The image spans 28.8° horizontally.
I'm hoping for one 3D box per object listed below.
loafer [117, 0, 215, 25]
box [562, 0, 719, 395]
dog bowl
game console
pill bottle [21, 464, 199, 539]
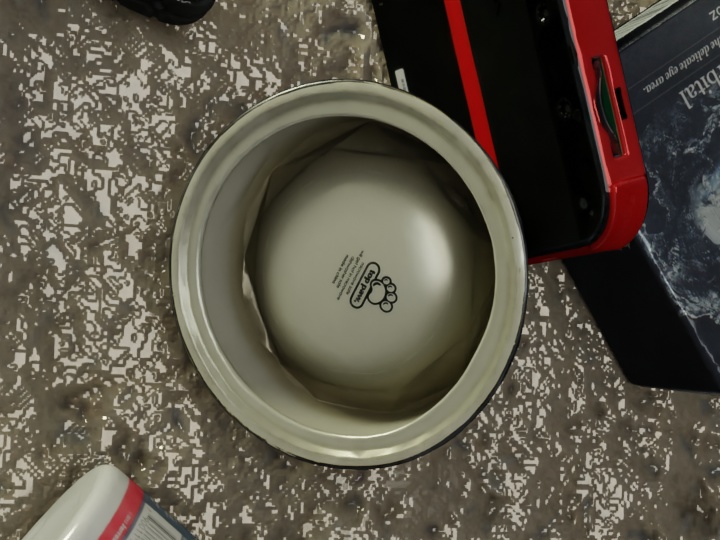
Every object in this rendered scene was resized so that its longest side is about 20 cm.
[{"bbox_3d":[-0.162,-0.205,0.764,0.198,0.068,0.071,25,63,-12],"label":"loafer"},{"bbox_3d":[0.215,-0.064,0.841,0.195,0.117,0.202,-34,98,-15],"label":"box"},{"bbox_3d":[0.000,0.000,0.756,0.197,0.074,0.204,2,95,18],"label":"dog bowl"},{"bbox_3d":[0.076,-0.102,0.772,0.031,0.176,0.203,-13,91,-31],"label":"game console"},{"bbox_3d":[-0.099,0.211,0.736,0.200,0.119,0.120,44,77,-11],"label":"pill bottle"}]
